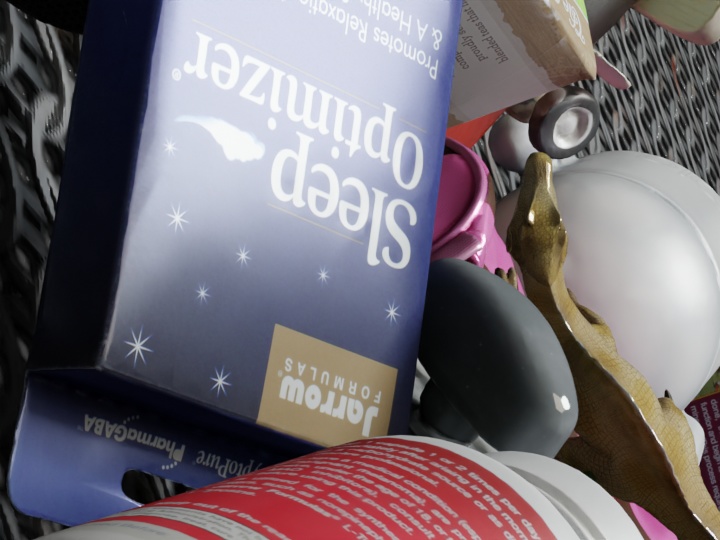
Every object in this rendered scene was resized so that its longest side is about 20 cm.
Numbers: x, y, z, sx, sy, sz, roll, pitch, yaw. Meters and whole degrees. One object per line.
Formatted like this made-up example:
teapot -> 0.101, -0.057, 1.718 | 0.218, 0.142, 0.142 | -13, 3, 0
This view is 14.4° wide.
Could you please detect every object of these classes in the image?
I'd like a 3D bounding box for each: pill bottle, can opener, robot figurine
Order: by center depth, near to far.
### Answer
pill bottle -> -0.009, 0.100, 0.671 | 0.200, 0.112, 0.113 | -12, 83, -58
can opener -> 0.000, 0.000, 0.839 | 0.053, 0.067, 0.200 | 10, 29, -49
robot figurine -> 0.100, 0.011, 1.189 | 0.170, 0.113, 0.200 | 62, 17, -1

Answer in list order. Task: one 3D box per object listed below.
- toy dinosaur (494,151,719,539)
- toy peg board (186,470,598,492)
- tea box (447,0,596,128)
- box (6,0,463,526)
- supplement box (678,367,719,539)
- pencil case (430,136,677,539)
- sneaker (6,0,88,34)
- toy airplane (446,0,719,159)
toy dinosaur -> 0.089, 0.057, 0.923 | 0.200, 0.058, 0.101 | 54, -7, -7
toy peg board -> 0.031, 0.134, 0.865 | 0.199, 0.097, 0.201 | -67, 135, -66
tea box -> -0.029, -0.166, 0.935 | 0.200, 0.133, 0.198 | 47, 30, -54
box -> -0.027, -0.024, 0.753 | 0.121, 0.032, 0.201 | 22, 72, -47
supplement box -> 0.206, 0.073, 1.307 | 0.086, 0.199, 0.111 | 32, 41, -65
pencil case -> 0.048, 0.053, 1.025 | 0.094, 0.091, 0.200 | 18, -33, 52
sneaker -> -0.120, -0.104, 0.714 | 0.200, 0.080, 0.087 | 38, 48, -48
toy airplane -> 0.050, -0.147, 1.080 | 0.141, 0.200, 0.200 | 6, 70, -40
